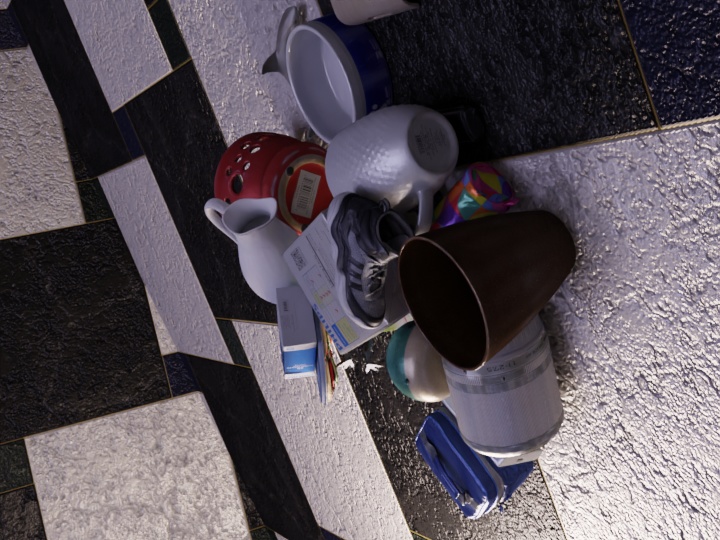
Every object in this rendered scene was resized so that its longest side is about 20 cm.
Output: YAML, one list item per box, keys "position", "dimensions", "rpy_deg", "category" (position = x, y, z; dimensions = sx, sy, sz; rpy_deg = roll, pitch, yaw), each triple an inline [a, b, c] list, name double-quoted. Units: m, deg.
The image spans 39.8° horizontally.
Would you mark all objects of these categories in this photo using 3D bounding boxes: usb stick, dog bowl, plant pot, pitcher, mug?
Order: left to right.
- position: [-0.174, -0.041, 1.701]
  dimensions: [0.170, 0.122, 0.201]
  rpy_deg: [20, 151, 37]
  category: "pitcher"
- position: [-0.140, -0.148, 1.823]
  dimensions: [0.181, 0.199, 0.203]
  rpy_deg: [15, 127, 48]
  category: "plant pot"
- position: [-0.035, -0.306, 1.591]
  dimensions: [0.200, 0.078, 0.202]
  rpy_deg: [44, 149, 36]
  category: "dog bowl"
- position: [0.056, -0.133, 1.401]
  dimensions: [0.175, 0.146, 0.203]
  rpy_deg: [-17, 79, 58]
  category: "mug"
- position: [0.112, -0.209, 1.450]
  dimensions: [0.199, 0.032, 0.056]
  rpy_deg: [7, 127, 62]
  category: "usb stick"
- position: [0.182, 0.003, 1.312]
  dimensions: [0.187, 0.199, 0.188]
  rpy_deg: [44, 149, 36]
  category: "plant pot"

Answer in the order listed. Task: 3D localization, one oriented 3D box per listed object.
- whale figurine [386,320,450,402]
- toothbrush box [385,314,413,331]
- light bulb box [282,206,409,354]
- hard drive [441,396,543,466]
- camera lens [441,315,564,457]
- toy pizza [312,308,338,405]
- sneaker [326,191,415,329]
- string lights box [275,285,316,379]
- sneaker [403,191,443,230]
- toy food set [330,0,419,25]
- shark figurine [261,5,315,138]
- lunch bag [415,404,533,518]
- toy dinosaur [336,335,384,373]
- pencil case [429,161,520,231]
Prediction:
- position: [0.115, 0.117, 1.554]
  dimensions: [0.103, 0.200, 0.161]
  rpy_deg: [2, 121, 39]
  category: "whale figurine"
- position: [0.066, 0.018, 1.697]
  dimensions: [0.199, 0.086, 0.147]
  rpy_deg: [-15, 101, 64]
  category: "toothbrush box"
- position: [0.000, 0.000, 1.561]
  dimensions: [0.200, 0.124, 0.200]
  rpy_deg: [59, 152, 4]
  category: "light bulb box"
- position: [0.195, 0.230, 1.609]
  dimensions: [0.200, 0.131, 0.027]
  rpy_deg: [49, 115, 29]
  category: "hard drive"
- position: [0.208, 0.159, 1.462]
  dimensions: [0.159, 0.159, 0.202]
  rpy_deg: [20, 131, 56]
  category: "camera lens"
- position: [-0.063, 0.130, 1.706]
  dimensions: [0.200, 0.031, 0.203]
  rpy_deg: [174, 90, -84]
  category: "toy pizza"
- position: [0.021, -0.008, 1.367]
  dimensions: [0.113, 0.075, 0.203]
  rpy_deg: [7, 115, 46]
  category: "sneaker"
- position: [-0.111, 0.109, 1.705]
  dimensions: [0.200, 0.058, 0.104]
  rpy_deg: [98, 164, -69]
  category: "string lights box"
- position: [0.116, -0.061, 1.562]
  dimensions: [0.201, 0.070, 0.093]
  rpy_deg: [62, 173, -1]
  category: "sneaker"
- position: [0.004, -0.456, 1.407]
  dimensions: [0.143, 0.060, 0.202]
  rpy_deg: [2, 117, 50]
  category: "toy food set"
- position: [-0.123, -0.339, 1.727]
  dimensions: [0.128, 0.089, 0.217]
  rpy_deg: [10, 121, 62]
  category: "shark figurine"
- position: [0.189, 0.322, 1.691]
  dimensions: [0.201, 0.131, 0.136]
  rpy_deg: [53, 154, 24]
  category: "lunch bag"
- position: [-0.002, 0.094, 1.782]
  dimensions: [0.201, 0.104, 0.183]
  rpy_deg: [105, 162, -53]
  category: "toy dinosaur"
- position: [0.135, -0.062, 1.409]
  dimensions: [0.089, 0.088, 0.200]
  rpy_deg: [55, 131, 18]
  category: "pencil case"
